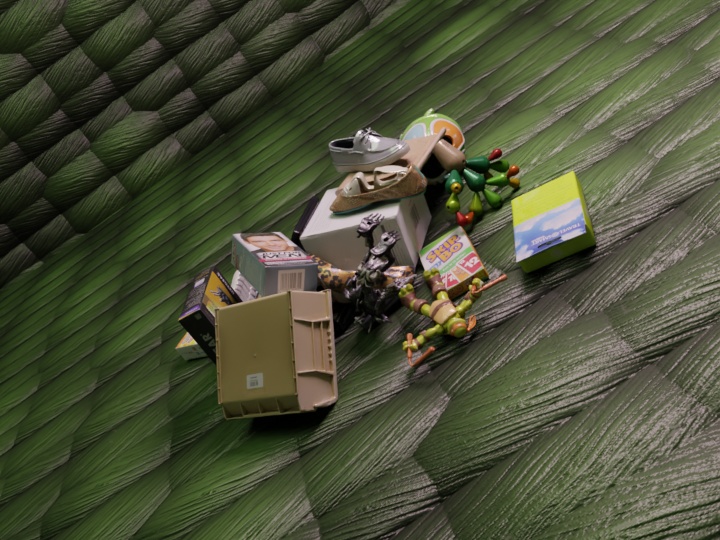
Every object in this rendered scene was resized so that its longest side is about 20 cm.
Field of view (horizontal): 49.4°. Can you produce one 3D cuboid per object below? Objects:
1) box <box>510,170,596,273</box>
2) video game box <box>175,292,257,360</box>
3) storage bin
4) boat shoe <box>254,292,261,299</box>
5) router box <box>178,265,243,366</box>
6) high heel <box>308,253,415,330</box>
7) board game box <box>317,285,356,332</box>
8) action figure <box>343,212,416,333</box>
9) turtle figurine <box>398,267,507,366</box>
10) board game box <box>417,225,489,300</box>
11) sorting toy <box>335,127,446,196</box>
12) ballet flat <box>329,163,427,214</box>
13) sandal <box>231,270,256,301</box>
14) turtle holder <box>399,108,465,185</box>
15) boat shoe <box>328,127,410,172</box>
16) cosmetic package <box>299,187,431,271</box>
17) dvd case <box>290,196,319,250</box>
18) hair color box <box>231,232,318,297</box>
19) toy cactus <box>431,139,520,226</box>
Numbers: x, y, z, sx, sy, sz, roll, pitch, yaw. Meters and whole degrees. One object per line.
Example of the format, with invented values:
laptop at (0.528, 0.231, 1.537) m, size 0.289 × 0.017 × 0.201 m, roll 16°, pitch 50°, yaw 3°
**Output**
box at (0.310, -0.076, 1.273) m, size 0.122 × 0.048 × 0.200 m, roll -26°, pitch 27°, yaw 23°
video game box at (-0.292, 0.105, 1.736) m, size 0.182 × 0.047 × 0.200 m, roll -16°, pitch 31°, yaw 40°
storage bin at (-0.145, 0.144, 1.322) m, size 0.200 × 0.094 × 0.199 m, roll -13°, pitch 76°, yaw 39°
boat shoe at (-0.186, 0.039, 1.686) m, size 0.075 × 0.075 × 0.202 m, roll -50°, pitch 6°, yaw 32°
router box at (-0.252, 0.112, 1.485) m, size 0.052 × 0.200 × 0.157 m, roll -27°, pitch 27°, yaw 15°
high heel at (0.000, 0.000, 1.438) m, size 0.143 × 0.071 × 0.200 m, roll -44°, pitch 63°, yaw -6°
board game box at (-0.086, 0.079, 1.535) m, size 0.200 × 0.028 × 0.135 m, roll -15°, pitch 32°, yaw 39°
action figure at (0.034, 0.010, 1.325) m, size 0.102 × 0.200 × 0.119 m, roll -25°, pitch 48°, yaw -31°
turtle figurine at (0.136, 0.058, 1.237) m, size 0.200 × 0.064 × 0.161 m, roll -46°, pitch 34°, yaw 5°
board game box at (0.160, -0.016, 1.391) m, size 0.095 × 0.030 × 0.200 m, roll -32°, pitch 23°, yaw 10°
sorting toy at (0.064, -0.210, 1.559) m, size 0.200 × 0.037 × 0.185 m, roll -12°, pitch 27°, yaw 32°
ballet flat at (0.025, -0.157, 1.451) m, size 0.199 × 0.065 × 0.071 m, roll -13°, pitch 29°, yaw 21°
sandal at (-0.265, 0.080, 1.622) m, size 0.050 × 0.083 × 0.203 m, roll -18°, pitch 34°, yaw 31°
turtle holder at (0.137, -0.243, 1.677) m, size 0.185 × 0.141 × 0.132 m, roll -25°, pitch 28°, yaw 18°
boat shoe at (0.009, -0.240, 1.543) m, size 0.200 × 0.072 × 0.070 m, roll -1°, pitch 35°, yaw 46°
cosmetic package at (0.015, -0.084, 1.532) m, size 0.199 × 0.123 × 0.200 m, roll -10°, pitch 29°, yaw 22°
dvd case at (-0.128, -0.033, 1.577) m, size 0.143 × 0.018 × 0.200 m, roll -69°, pitch -3°, yaw -54°
hair color box at (-0.160, -0.014, 1.422) m, size 0.099 × 0.061 × 0.200 m, roll -4°, pitch 19°, yaw -25°
toy cactus at (0.202, -0.181, 1.463) m, size 0.200 × 0.165 × 0.102 m, roll -42°, pitch -7°, yaw -26°
